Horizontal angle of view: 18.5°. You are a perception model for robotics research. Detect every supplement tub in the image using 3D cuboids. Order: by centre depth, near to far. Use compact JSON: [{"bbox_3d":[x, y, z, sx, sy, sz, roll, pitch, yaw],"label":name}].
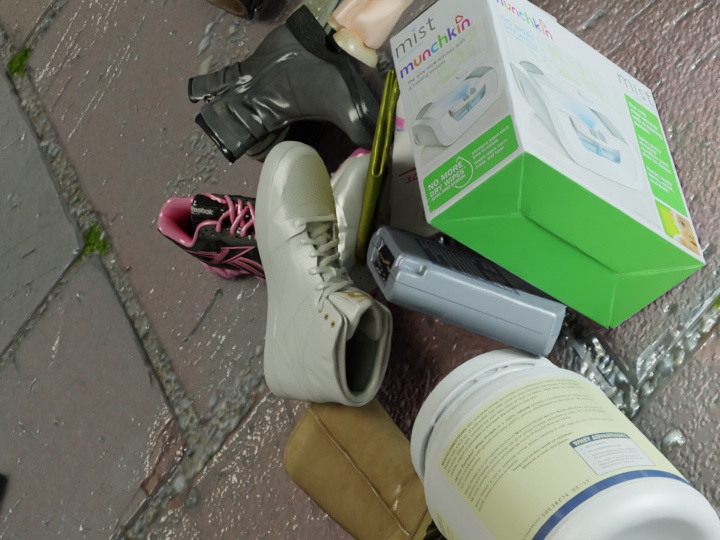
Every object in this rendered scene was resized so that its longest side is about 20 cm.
[{"bbox_3d":[0.130,0.153,1.455,0.145,0.145,0.200,-54,38,11],"label":"supplement tub"}]

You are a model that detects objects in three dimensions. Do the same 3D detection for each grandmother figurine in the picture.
[{"bbox_3d":[0.053,-0.257,1.783,0.200,0.060,0.121,-51,33,16],"label":"grandmother figurine"}]

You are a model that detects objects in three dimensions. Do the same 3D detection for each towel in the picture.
[{"bbox_3d":[0.014,-0.073,1.650,0.200,0.018,0.086,102,177,-72],"label":"towel"}]

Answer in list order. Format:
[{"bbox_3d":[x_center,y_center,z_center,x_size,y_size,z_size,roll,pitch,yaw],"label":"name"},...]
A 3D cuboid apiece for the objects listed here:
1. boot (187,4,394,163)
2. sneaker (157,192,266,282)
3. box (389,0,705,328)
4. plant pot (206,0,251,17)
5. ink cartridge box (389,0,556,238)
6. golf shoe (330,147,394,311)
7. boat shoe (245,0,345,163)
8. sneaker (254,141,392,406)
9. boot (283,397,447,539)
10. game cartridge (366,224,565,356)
[{"bbox_3d":[-0.059,-0.126,1.809,0.131,0.070,0.200,-34,35,0],"label":"boot"},{"bbox_3d":[-0.097,-0.034,1.873,0.200,0.095,0.079,-1,66,47],"label":"sneaker"},{"bbox_3d":[0.128,-0.082,1.555,0.097,0.200,0.177,-36,44,29],"label":"box"},{"bbox_3d":[-0.130,-0.371,2.050,0.199,0.200,0.200,-55,37,-5],"label":"plant pot"},{"bbox_3d":[0.087,-0.106,1.722,0.117,0.067,0.201,-22,52,42],"label":"ink cartridge box"},{"bbox_3d":[0.000,0.000,1.770,0.091,0.075,0.201,14,84,39],"label":"golf shoe"},{"bbox_3d":[-0.045,-0.168,1.922,0.074,0.062,0.200,-18,44,46],"label":"boat shoe"},{"bbox_3d":[-0.020,0.003,1.670,0.115,0.073,0.201,6,102,53],"label":"sneaker"},{"bbox_3d":[0.031,0.133,1.649,0.175,0.066,0.200,-55,37,9],"label":"boot"},{"bbox_3d":[0.076,0.014,1.573,0.200,0.133,0.041,-114,40,-81],"label":"game cartridge"}]
